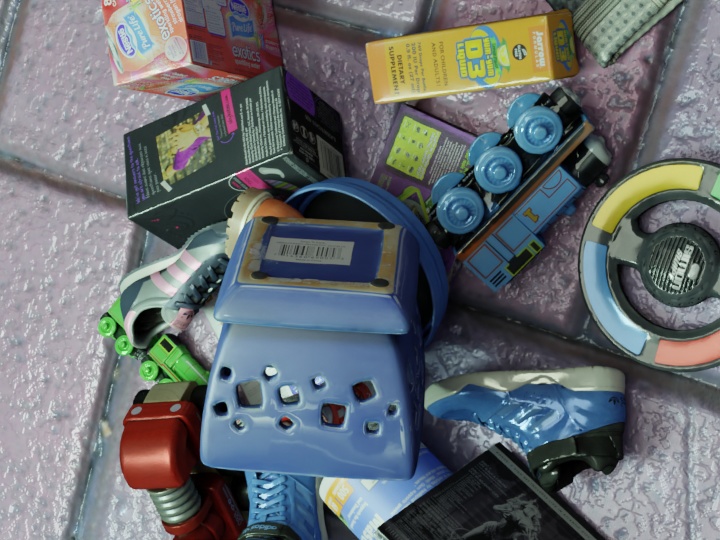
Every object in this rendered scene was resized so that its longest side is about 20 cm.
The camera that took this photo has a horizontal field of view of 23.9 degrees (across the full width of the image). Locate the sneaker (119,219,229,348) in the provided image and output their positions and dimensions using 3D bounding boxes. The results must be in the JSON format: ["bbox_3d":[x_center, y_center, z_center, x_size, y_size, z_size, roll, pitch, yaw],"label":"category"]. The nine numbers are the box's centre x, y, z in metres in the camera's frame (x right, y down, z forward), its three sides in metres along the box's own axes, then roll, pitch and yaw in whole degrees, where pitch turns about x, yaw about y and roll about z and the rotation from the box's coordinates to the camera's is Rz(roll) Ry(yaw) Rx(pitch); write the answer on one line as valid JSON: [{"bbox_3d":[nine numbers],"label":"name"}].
[{"bbox_3d":[-0.170,0.017,1.756,0.200,0.070,0.082,-30,52,34],"label":"sneaker"}]

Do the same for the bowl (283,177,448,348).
[{"bbox_3d":[0.000,0.000,1.677,0.200,0.039,0.201,22,131,28],"label":"bowl"}]

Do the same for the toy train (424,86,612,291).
[{"bbox_3d":[0.153,-0.081,1.627,0.114,0.087,0.200,41,102,-14],"label":"toy train"}]

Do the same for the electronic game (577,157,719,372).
[{"bbox_3d":[0.300,-0.005,1.591,0.199,0.042,0.201,0,89,25],"label":"electronic game"}]

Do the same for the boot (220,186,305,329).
[{"bbox_3d":[-0.078,0.024,1.682,0.107,0.075,0.201,22,131,20],"label":"boot"}]

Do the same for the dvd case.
[{"bbox_3d":[0.125,0.253,1.594,0.149,0.200,0.016,42,132,19],"label":"dvd case"}]

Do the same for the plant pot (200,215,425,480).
[{"bbox_3d":[-0.038,0.061,1.545,0.199,0.200,0.181,4,118,4],"label":"plant pot"}]

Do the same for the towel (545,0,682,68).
[{"bbox_3d":[0.249,-0.329,1.627,0.200,0.034,0.193,-44,70,21],"label":"towel"}]

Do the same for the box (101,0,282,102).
[{"bbox_3d":[-0.167,-0.235,1.724,0.094,0.200,0.103,-11,86,24],"label":"box"}]

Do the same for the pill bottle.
[{"bbox_3d":[0.063,0.250,1.663,0.200,0.112,0.112,44,107,19],"label":"pill bottle"}]

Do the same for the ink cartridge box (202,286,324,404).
[{"bbox_3d":[-0.091,0.083,1.778,0.095,0.037,0.201,-33,75,22],"label":"ink cartridge box"}]

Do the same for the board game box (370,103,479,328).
[{"bbox_3d":[0.058,-0.053,1.713,0.120,0.032,0.201,28,102,27],"label":"board game box"}]

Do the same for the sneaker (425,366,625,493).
[{"bbox_3d":[0.155,0.156,1.627,0.199,0.077,0.112,-5,75,19],"label":"sneaker"}]

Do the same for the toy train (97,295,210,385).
[{"bbox_3d":[-0.205,0.104,1.831,0.200,0.042,0.056,43,96,19],"label":"toy train"}]

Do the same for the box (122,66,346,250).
[{"bbox_3d":[-0.128,-0.106,1.735,0.199,0.122,0.107,-20,60,24],"label":"box"}]

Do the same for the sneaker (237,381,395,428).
[{"bbox_3d":[-0.034,0.147,1.663,0.200,0.108,0.068,-15,100,-17],"label":"sneaker"}]

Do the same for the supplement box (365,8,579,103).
[{"bbox_3d":[0.108,-0.207,1.657,0.199,0.069,0.067,-6,97,28],"label":"supplement box"}]

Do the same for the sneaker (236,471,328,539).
[{"bbox_3d":[-0.086,0.241,1.712,0.076,0.111,0.201,-6,100,20],"label":"sneaker"}]

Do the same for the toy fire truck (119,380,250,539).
[{"bbox_3d":[-0.202,0.235,1.717,0.128,0.200,0.177,-6,125,25],"label":"toy fire truck"}]
